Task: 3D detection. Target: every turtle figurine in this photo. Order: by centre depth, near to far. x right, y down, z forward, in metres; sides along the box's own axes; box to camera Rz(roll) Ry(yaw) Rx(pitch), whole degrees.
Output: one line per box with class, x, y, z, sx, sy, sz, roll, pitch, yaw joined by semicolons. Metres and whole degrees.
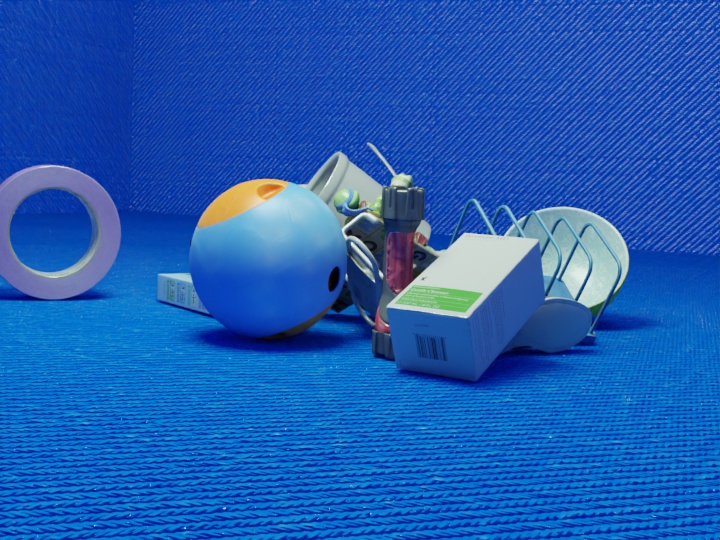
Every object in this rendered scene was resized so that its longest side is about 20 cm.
turtle figurine;0.034;-0.073;1.568;0.194;0.144;0.200;46;-5;-22

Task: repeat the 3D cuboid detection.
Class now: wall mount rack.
wall mount rack;0.045;0.020;1.394;0.074;0.174;0.201;-37;-25;-17

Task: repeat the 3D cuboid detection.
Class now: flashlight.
flashlight;0.049;0.002;1.254;0.067;0.202;0.068;6;8;23

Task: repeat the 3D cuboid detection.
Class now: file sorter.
file sorter;0.228;-0.003;1.417;0.198;0.124;0.139;10;32;-20

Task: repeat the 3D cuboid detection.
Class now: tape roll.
tape roll;-0.470;-0.059;1.612;0.198;0.202;0.066;0;5;-24

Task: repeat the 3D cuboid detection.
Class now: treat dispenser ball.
treat dispenser ball;-0.116;-0.014;1.333;0.199;0.203;0.201;3;6;0

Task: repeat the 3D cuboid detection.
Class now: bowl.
bowl;0.313;0.012;1.645;0.198;0.202;0.108;4;-37;12

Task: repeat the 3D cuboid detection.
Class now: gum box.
gum box;-0.190;0.034;1.608;0.169;0.045;0.199;-2;6;-38

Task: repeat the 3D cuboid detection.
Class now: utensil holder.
utensil holder;-0.006;-0.071;1.765;0.199;0.171;0.170;35;-3;-15

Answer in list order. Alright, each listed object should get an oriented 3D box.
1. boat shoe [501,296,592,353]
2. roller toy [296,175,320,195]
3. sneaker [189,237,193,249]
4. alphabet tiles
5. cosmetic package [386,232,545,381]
boat shoe;0.202;0.067;1.334;0.200;0.073;0.060;-5;13;-28
roller toy;-0.102;-0.064;1.901;0.181;0.202;0.140;-13;8;-10
sneaker;-0.187;-0.024;1.572;0.113;0.077;0.199;-6;2;-16
alphabet tiles;0.000;0.000;1.516;0.166;0.008;0.199;29;-46;-35
cosmetic package;0.125;0.037;1.213;0.107;0.086;0.200;5;30;31
